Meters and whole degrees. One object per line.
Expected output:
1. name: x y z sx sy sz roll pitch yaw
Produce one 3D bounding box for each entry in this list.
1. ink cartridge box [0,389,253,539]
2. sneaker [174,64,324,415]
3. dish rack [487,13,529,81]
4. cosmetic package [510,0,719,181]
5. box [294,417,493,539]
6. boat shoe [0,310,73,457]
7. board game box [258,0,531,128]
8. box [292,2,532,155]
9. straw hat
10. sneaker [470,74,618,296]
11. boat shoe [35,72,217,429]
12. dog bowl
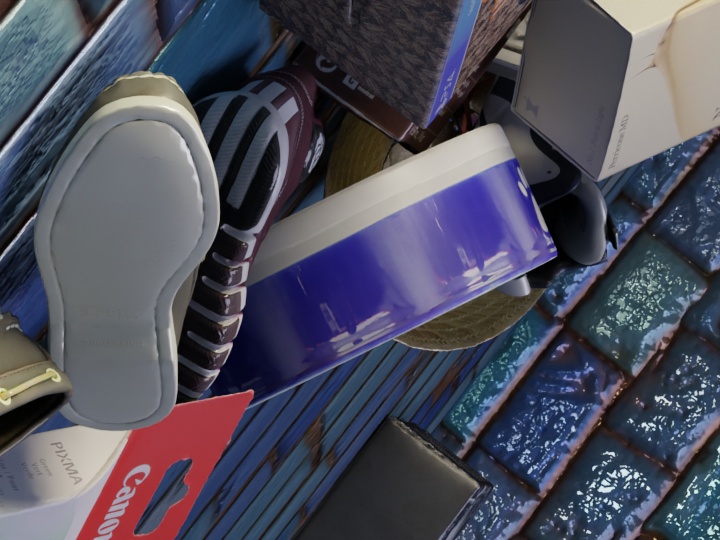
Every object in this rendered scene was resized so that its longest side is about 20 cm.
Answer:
1. ink cartridge box: -0.149 0.137 1.413 0.200 0.050 0.161 -8 143 -35
2. sneaker: -0.066 -0.016 1.436 0.200 0.076 0.116 -59 173 34
3. dish rack: 0.152 -0.166 1.702 0.200 0.172 0.044 -48 142 -28
4. cosmetic package: 0.181 -0.134 1.549 0.200 0.073 0.104 -26 144 -31
5. box: 0.027 0.264 3.060 0.200 0.124 0.197 -53 170 1
6. boat shoe: -0.189 0.081 1.175 0.202 0.060 0.072 -45 169 -45
7. board game box: 0.057 -0.189 1.295 0.200 0.097 0.159 -51 172 -18
8. box: 0.057 -0.160 1.524 0.200 0.075 0.100 -55 172 3
9. straw hat: 0.036 -0.055 1.776 0.201 0.201 0.085 -50 -148 -19
10. sneaker: 0.118 -0.058 1.692 0.199 0.130 0.080 -40 137 -24
11. boat shoe: -0.098 -0.015 1.237 0.202 0.072 0.060 101 -9 -50
12. dog bowl: 0.000 0.000 1.568 0.200 0.079 0.200 -26 180 0
